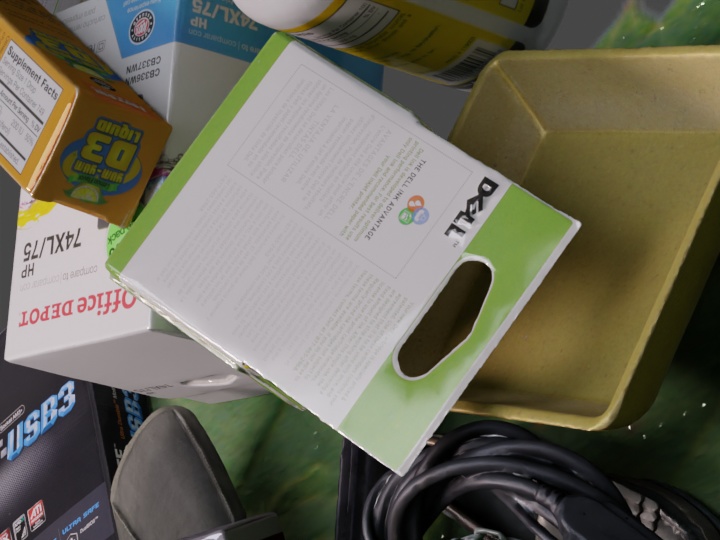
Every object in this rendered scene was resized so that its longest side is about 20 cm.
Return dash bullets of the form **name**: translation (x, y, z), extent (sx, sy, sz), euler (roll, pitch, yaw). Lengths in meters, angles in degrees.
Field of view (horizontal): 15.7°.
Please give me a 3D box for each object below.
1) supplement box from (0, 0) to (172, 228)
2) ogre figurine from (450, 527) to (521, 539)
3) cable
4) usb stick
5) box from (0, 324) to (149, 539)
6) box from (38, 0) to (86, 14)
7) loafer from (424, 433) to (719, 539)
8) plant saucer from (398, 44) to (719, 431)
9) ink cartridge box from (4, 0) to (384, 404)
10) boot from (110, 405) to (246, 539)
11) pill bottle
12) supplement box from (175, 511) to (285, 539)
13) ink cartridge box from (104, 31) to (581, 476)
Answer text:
- **supplement box**: translation (-0.176, -0.096, 1.392), extent (0.069, 0.066, 0.200), euler (-61, 40, 13)
- **ogre figurine**: translation (0.064, 0.176, 1.103), extent (0.120, 0.200, 0.098), euler (12, 74, 44)
- **cable**: translation (0.082, 0.159, 1.191), extent (0.200, 0.051, 0.163), euler (34, 132, 24)
- **usb stick**: translation (0.007, 0.134, 1.291), extent (0.033, 0.055, 0.200), euler (-14, 40, 17)
- **box**: translation (-0.200, 0.132, 1.601), extent (0.200, 0.050, 0.199), euler (-40, 51, 36)
- **box**: translation (-0.192, -0.224, 1.602), extent (0.097, 0.176, 0.200), euler (27, 100, 51)
- **loafer**: translation (0.090, 0.120, 1.229), extent (0.200, 0.063, 0.072), euler (20, 94, 52)
- **plant saucer**: translation (0.100, -0.010, 1.239), extent (0.200, 0.048, 0.200), euler (5, 64, 51)
- **ink cartridge box**: translation (-0.090, -0.041, 1.438), extent (0.147, 0.146, 0.200), euler (-13, 68, 49)
- **boot**: translation (-0.089, 0.190, 1.392), extent (0.200, 0.073, 0.182), euler (36, 110, 53)
- **pill bottle**: translation (0.002, -0.166, 1.322), extent (0.112, 0.200, 0.113), euler (-20, 63, 46)
- **supplement box**: translation (-0.068, 0.228, 1.260), extent (0.109, 0.061, 0.200), euler (-19, 87, 25)
- **ink cartridge box**: translation (0.000, 0.000, 1.248), extent (0.200, 0.076, 0.148), euler (34, 86, 31)
